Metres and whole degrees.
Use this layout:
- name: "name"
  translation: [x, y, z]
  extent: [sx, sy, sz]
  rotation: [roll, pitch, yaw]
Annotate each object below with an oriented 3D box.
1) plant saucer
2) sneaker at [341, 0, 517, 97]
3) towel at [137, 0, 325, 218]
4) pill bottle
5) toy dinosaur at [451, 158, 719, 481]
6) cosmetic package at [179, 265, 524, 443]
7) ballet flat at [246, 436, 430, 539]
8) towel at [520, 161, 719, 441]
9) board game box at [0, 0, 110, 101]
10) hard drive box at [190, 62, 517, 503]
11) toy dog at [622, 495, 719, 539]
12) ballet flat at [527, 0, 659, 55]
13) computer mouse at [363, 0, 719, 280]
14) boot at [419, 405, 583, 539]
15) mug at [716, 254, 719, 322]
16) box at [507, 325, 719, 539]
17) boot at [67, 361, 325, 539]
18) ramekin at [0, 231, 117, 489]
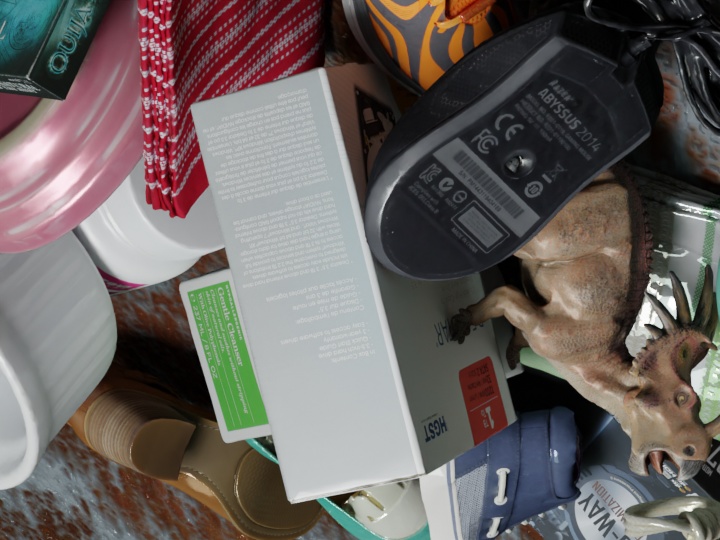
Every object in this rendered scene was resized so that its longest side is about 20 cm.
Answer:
- name: "plant saucer"
  translation: [-0.172, -0.110, 1.212]
  extent: [0.200, 0.201, 0.051]
  rotation: [-3, 155, 45]
- name: "sneaker"
  translation: [0.037, -0.147, 1.056]
  extent: [0.200, 0.078, 0.112]
  rotation: [56, 164, -29]
- name: "towel"
  translation: [-0.059, -0.129, 1.133]
  extent: [0.022, 0.145, 0.200]
  rotation: [31, 149, 18]
- name: "pill bottle"
  translation: [-0.155, -0.042, 1.365]
  extent: [0.113, 0.114, 0.200]
  rotation: [49, 146, -20]
- name: "toy dinosaur"
  translation: [0.118, -0.003, 1.127]
  extent: [0.135, 0.086, 0.201]
  rotation: [-4, 106, 25]
- name: "cosmetic package"
  translation: [-0.008, 0.031, 1.319]
  extent: [0.200, 0.085, 0.108]
  rotation: [-17, 90, 52]
- name: "ballet flat"
  translation: [-0.008, 0.130, 1.481]
  extent: [0.200, 0.067, 0.070]
  rotation: [35, 177, 6]
- name: "towel"
  translation: [0.177, 0.027, 1.176]
  extent: [0.199, 0.031, 0.150]
  rotation: [20, 128, 20]
- name: "board game box"
  translation: [-0.194, -0.162, 1.204]
  extent: [0.028, 0.136, 0.200]
  rotation: [32, 166, -39]
- name: "hard drive box"
  translation: [0.000, 0.000, 1.139]
  extent: [0.076, 0.156, 0.201]
  rotation: [-13, 93, 21]
- name: "toy dog"
  translation: [0.244, 0.166, 1.191]
  extent: [0.132, 0.199, 0.097]
  rotation: [-166, 69, -66]
- name: "ballet flat"
  translation: [0.108, -0.137, 1.068]
  extent: [0.200, 0.066, 0.057]
  rotation: [91, 163, -53]
- name: "computer mouse"
  translation: [0.084, -0.072, 1.051]
  extent: [0.139, 0.200, 0.053]
  rotation: [47, -167, -38]
- name: "boot"
  translation: [0.086, 0.132, 1.322]
  extent: [0.090, 0.073, 0.200]
  rotation: [-1, 158, 7]
- name: "mug"
  translation: [0.238, -0.005, 1.015]
  extent: [0.151, 0.114, 0.186]
  rotation: [14, 129, 25]
- name: "box"
  translation: [0.144, 0.111, 1.344]
  extent: [0.200, 0.044, 0.160]
  rotation: [44, 147, -11]
- name: "boot"
  translation: [-0.125, 0.115, 1.583]
  extent: [0.200, 0.074, 0.155]
  rotation: [31, 177, -39]
- name: "ramekin"
  translation: [-0.239, 0.023, 1.332]
  extent: [0.200, 0.098, 0.201]
  rotation: [27, 143, 22]
